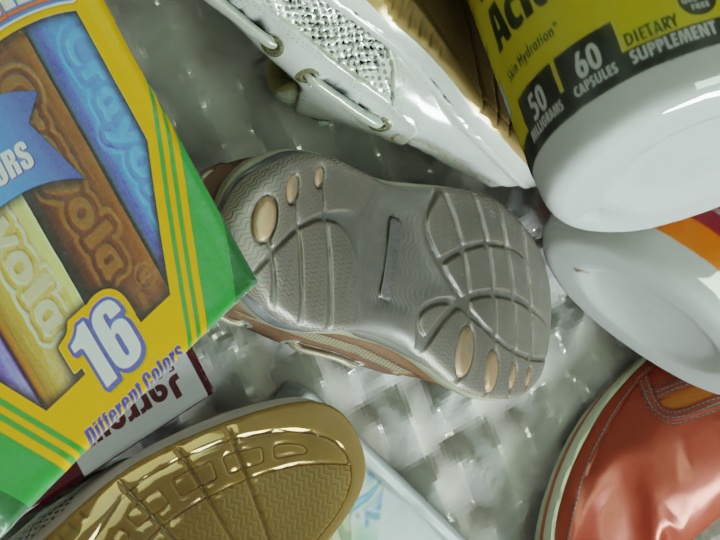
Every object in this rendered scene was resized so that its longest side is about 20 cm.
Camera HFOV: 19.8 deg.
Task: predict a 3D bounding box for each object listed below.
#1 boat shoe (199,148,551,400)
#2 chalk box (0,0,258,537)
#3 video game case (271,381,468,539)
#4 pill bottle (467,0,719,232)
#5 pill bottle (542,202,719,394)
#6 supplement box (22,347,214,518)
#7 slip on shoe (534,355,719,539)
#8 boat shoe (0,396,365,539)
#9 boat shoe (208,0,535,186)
[{"bbox_3d":[0.000,0.000,0.754,0.200,0.072,0.076,25,73,-49],"label":"boat shoe"},{"bbox_3d":[-0.145,-0.040,0.567,0.124,0.124,0.201,-45,117,-42],"label":"chalk box"},{"bbox_3d":[-0.017,0.174,0.805,0.200,0.022,0.183,45,79,-24],"label":"video game case"},{"bbox_3d":[0.084,-0.124,0.717,0.111,0.111,0.201,-9,66,-24],"label":"pill bottle"},{"bbox_3d":[0.167,-0.059,0.802,0.110,0.109,0.200,43,75,-24],"label":"pill bottle"},{"bbox_3d":[-0.144,-0.018,0.693,0.109,0.061,0.201,-33,111,-17],"label":"supplement box"},{"bbox_3d":[0.143,0.065,0.842,0.200,0.061,0.074,-49,116,-9],"label":"slip on shoe"},{"bbox_3d":[-0.094,0.100,0.730,0.199,0.069,0.071,-29,111,-12],"label":"boat shoe"},{"bbox_3d":[-0.004,-0.086,0.742,0.069,0.071,0.200,-29,134,25],"label":"boat shoe"}]
